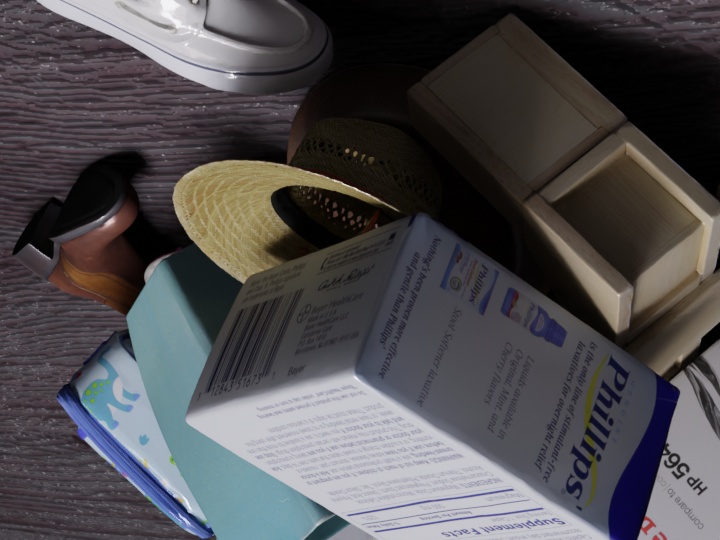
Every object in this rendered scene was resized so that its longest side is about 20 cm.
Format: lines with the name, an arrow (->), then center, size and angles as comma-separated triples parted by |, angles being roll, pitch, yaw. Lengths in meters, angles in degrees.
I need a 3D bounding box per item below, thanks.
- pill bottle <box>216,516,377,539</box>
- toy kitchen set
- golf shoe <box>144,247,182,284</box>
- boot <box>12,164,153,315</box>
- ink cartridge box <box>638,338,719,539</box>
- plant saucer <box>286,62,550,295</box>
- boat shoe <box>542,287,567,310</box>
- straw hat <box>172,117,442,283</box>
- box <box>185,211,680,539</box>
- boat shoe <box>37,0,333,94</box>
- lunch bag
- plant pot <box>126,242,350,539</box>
pill bottle -> -0.045, 0.210, 1.306 | 0.111, 0.111, 0.200 | 28, 156, -9
toy kitchen set -> 0.153, -0.045, 1.054 | 0.180, 0.163, 0.200 | 46, 166, 23
golf shoe -> -0.074, 0.063, 1.280 | 0.200, 0.092, 0.075 | 27, 135, -23
boot -> -0.149, 0.011, 1.339 | 0.200, 0.069, 0.188 | 33, 147, -18
ink cartridge box -> 0.247, 0.123, 1.068 | 0.146, 0.200, 0.084 | 50, -178, 37
plant saucer -> 0.033, -0.037, 1.126 | 0.200, 0.034, 0.200 | 19, 134, 22
boat shoe -> 0.183, 0.073, 1.163 | 0.200, 0.065, 0.073 | 43, 109, 1
straw hat -> 0.000, -0.039, 1.021 | 0.201, 0.085, 0.201 | 19, 156, 9
box -> 0.039, 0.076, 0.991 | 0.200, 0.105, 0.184 | 34, 153, -23
boat shoe -> -0.110, -0.168, 1.043 | 0.200, 0.072, 0.066 | 26, 154, 11
lunch bag -> -0.142, 0.115, 1.308 | 0.161, 0.082, 0.200 | 45, 180, -1
plant pot -> -0.055, 0.074, 1.158 | 0.200, 0.141, 0.141 | 55, 146, 9
